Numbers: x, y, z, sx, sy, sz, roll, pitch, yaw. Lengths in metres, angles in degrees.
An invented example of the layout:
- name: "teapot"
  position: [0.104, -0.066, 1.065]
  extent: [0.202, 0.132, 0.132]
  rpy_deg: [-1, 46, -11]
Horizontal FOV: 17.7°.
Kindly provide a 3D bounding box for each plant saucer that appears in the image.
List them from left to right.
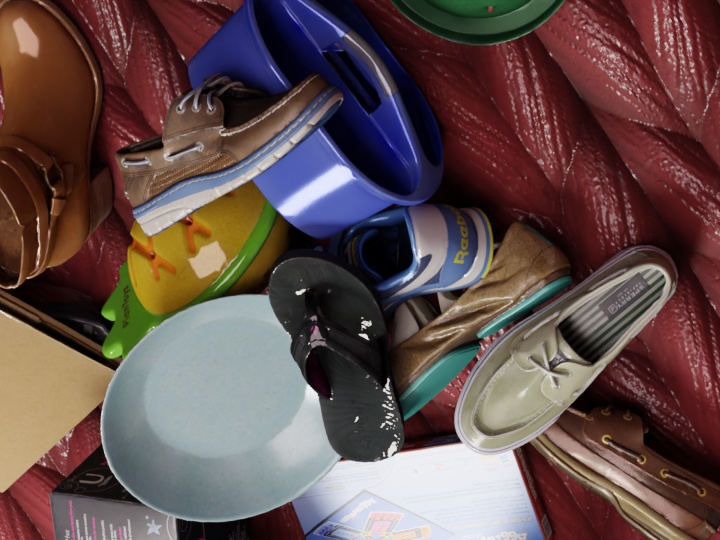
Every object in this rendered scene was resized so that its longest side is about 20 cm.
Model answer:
- name: "plant saucer"
  position: [-0.096, 0.094, 1.706]
  extent: [0.200, 0.039, 0.202]
  rpy_deg: [-9, 124, -13]

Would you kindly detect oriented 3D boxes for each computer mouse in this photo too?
- name: "computer mouse"
  position: [-0.168, 0.066, 1.832]
  extent: [0.199, 0.034, 0.059]
  rpy_deg: [18, 131, 5]

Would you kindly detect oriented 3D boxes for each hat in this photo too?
- name: "hat"
  position: [0.058, -0.219, 1.532]
  extent: [0.165, 0.176, 0.200]
  rpy_deg: [34, 120, 4]

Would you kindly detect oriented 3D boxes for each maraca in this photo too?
- name: "maraca"
  position: [-0.126, -0.011, 1.723]
  extent: [0.107, 0.137, 0.200]
  rpy_deg: [36, 117, -27]

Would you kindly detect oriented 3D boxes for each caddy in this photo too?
- name: "caddy"
  position: [-0.023, -0.123, 1.628]
  extent: [0.105, 0.141, 0.200]
  rpy_deg: [-33, 98, 34]

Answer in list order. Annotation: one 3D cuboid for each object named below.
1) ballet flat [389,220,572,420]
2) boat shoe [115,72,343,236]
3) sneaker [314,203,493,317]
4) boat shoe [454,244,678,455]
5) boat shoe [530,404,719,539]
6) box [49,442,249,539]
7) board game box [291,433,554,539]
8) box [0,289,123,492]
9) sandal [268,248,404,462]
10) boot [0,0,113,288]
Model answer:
- name: "ballet flat"
  position: [0.069, 0.033, 1.708]
  extent: [0.200, 0.068, 0.073]
  rpy_deg: [-43, 73, 30]
- name: "boat shoe"
  position: [-0.097, -0.090, 1.554]
  extent: [0.200, 0.072, 0.073]
  rpy_deg: [-29, 98, 37]
- name: "sneaker"
  position: [0.000, 0.000, 1.688]
  extent: [0.200, 0.082, 0.074]
  rpy_deg: [-29, 67, 35]
- name: "boat shoe"
  position: [0.142, 0.054, 1.645]
  extent: [0.200, 0.062, 0.072]
  rpy_deg: [-45, 87, 7]
- name: "boat shoe"
  position: [0.184, 0.132, 1.705]
  extent: [0.200, 0.072, 0.068]
  rpy_deg: [38, 88, 11]
- name: "box"
  position: [-0.162, 0.241, 1.841]
  extent: [0.114, 0.132, 0.201]
  rpy_deg: [6, 114, 20]
- name: "board game box"
  position: [0.043, 0.181, 1.796]
  extent: [0.199, 0.019, 0.103]
  rpy_deg: [-10, 111, 26]
- name: "box"
  position: [-0.302, 0.092, 1.844]
  extent: [0.163, 0.021, 0.200]
  rpy_deg: [30, 131, -23]
- name: "sandal"
  position: [-0.011, 0.068, 1.655]
  extent: [0.075, 0.048, 0.201]
  rpy_deg: [-12, 127, 13]
- name: "boot"
  position: [-0.249, -0.096, 1.718]
  extent: [0.073, 0.155, 0.201]
  rpy_deg: [-10, 108, 25]
